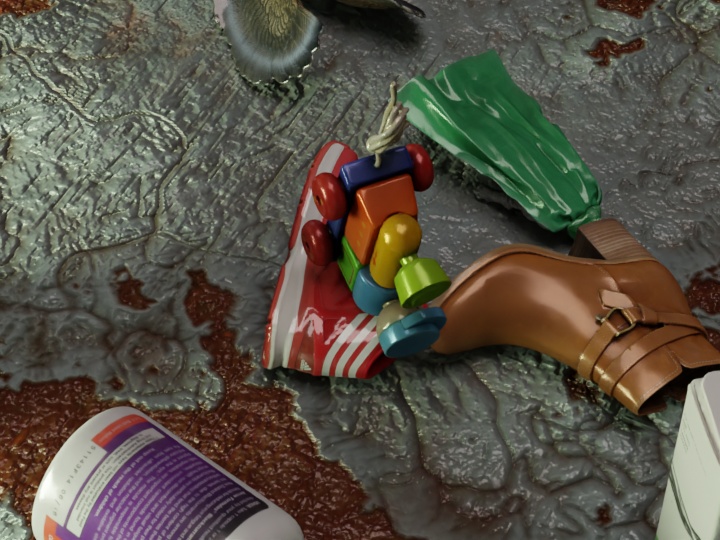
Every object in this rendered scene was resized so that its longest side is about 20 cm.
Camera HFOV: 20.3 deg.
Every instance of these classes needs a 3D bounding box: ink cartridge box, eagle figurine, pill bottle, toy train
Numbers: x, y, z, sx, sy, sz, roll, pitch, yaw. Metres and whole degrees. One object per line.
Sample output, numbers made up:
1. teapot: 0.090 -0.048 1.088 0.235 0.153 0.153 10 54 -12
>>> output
1. ink cartridge box: 0.273 0.154 1.276 0.145 0.201 0.085 -6 47 -7
2. eagle figurine: -0.061 -0.254 1.709 0.151 0.151 0.201 -35 84 18
3. pill bottle: -0.106 0.183 1.298 0.199 0.112 0.111 31 54 25
4. toy train: 0.025 -0.028 1.369 0.084 0.200 0.116 -19 68 -17

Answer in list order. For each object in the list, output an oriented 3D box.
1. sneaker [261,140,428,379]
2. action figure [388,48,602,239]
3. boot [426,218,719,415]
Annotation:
1. sneaker: 0.000 0.000 1.507 0.114 0.079 0.201 15 61 0
2. action figure: 0.126 -0.086 1.590 0.118 0.055 0.200 -30 62 -28
3. boot: 0.155 0.050 1.457 0.199 0.074 0.155 -23 57 -18
